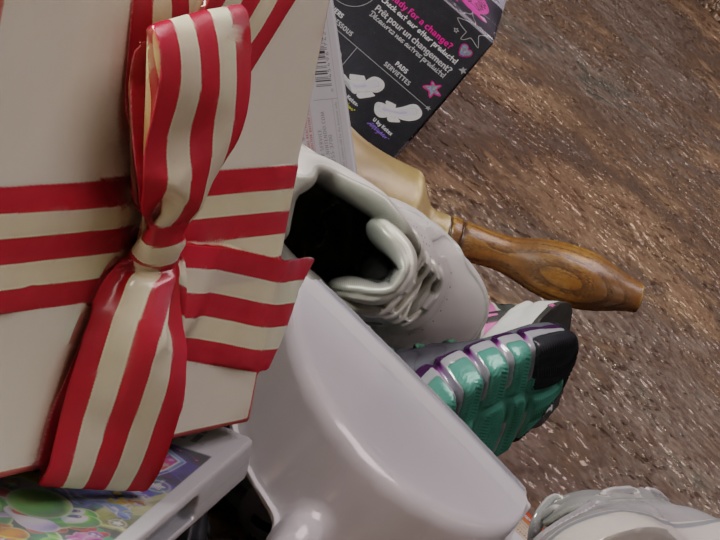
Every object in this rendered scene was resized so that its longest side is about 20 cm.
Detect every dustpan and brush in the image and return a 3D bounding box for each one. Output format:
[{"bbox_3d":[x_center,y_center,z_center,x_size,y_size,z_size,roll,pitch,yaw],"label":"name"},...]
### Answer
[{"bbox_3d":[-0.011,0.086,0.889,0.140,0.057,0.200,45,16,0],"label":"dustpan and brush"}]

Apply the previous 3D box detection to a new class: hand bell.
[{"bbox_3d":[0.056,-0.017,1.233,0.198,0.105,0.104,18,22,-8],"label":"hand bell"}]

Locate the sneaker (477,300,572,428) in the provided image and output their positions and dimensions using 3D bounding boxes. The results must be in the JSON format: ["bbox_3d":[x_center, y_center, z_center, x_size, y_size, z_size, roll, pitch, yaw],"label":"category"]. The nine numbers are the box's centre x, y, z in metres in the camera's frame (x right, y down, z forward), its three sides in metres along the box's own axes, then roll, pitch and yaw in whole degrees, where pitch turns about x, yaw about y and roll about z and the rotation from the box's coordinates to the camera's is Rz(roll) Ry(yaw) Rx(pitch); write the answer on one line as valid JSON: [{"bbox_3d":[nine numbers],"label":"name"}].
[{"bbox_3d":[0.031,0.066,1.168,0.086,0.081,0.200,8,17,26],"label":"sneaker"}]

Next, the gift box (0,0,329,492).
[{"bbox_3d":[-0.113,-0.044,0.788,0.186,0.186,0.199,23,24,34],"label":"gift box"}]

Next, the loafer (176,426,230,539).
[{"bbox_3d":[-0.093,0.066,0.893,0.070,0.068,0.201,44,20,-19],"label":"loafer"}]

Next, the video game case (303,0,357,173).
[{"bbox_3d":[-0.058,-0.056,1.091,0.182,0.023,0.202,-12,95,-58],"label":"video game case"}]

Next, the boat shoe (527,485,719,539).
[{"bbox_3d":[0.108,0.123,1.007,0.068,0.073,0.199,27,16,29],"label":"boat shoe"}]

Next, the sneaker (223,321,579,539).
[{"bbox_3d":[0.010,0.051,1.035,0.199,0.075,0.087,-24,54,-39],"label":"sneaker"}]

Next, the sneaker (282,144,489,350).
[{"bbox_3d":[0.000,0.000,1.040,0.199,0.078,0.099,29,1,-43],"label":"sneaker"}]

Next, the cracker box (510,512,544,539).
[{"bbox_3d":[0.046,0.159,0.984,0.134,0.058,0.200,48,19,20],"label":"cracker box"}]

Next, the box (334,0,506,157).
[{"bbox_3d":[0.021,-0.179,1.619,0.132,0.115,0.200,39,18,-5],"label":"box"}]

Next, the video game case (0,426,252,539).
[{"bbox_3d":[-0.135,0.069,0.757,0.142,0.018,0.200,17,18,14],"label":"video game case"}]
